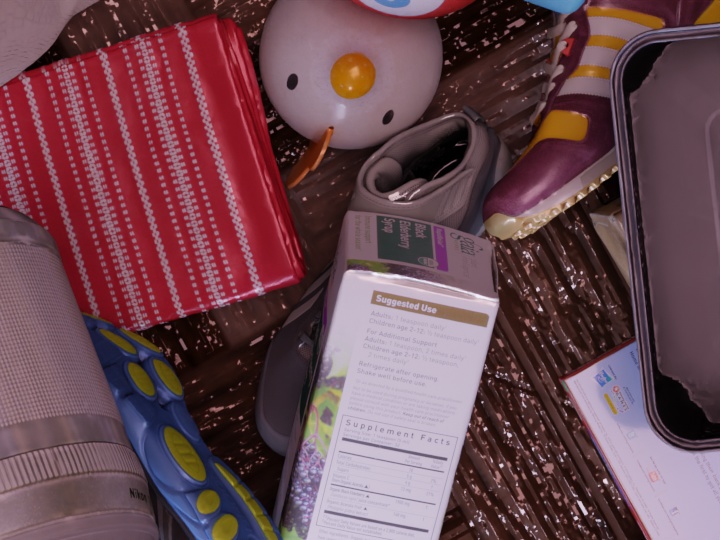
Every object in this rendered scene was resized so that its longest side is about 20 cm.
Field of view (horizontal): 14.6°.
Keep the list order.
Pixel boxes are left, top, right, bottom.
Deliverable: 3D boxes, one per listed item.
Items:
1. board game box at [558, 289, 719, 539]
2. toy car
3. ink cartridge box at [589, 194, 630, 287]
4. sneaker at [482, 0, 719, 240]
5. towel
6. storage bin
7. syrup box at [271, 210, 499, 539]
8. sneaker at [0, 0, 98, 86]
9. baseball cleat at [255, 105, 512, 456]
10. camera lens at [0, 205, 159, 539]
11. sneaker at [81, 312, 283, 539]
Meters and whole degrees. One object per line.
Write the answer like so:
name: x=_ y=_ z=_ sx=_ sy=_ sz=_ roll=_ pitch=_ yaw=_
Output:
board game box: x=0.193 y=0.117 z=1.422 sx=0.103 sy=0.019 sz=0.201 roll=-29 pitch=92 yaw=-1
toy car: x=0.004 y=-0.127 z=1.404 sx=0.183 sy=0.177 sz=0.201 roll=17 pitch=104 yaw=-7
ink cartridge box: x=0.240 y=0.014 z=1.471 sx=0.164 sy=0.075 sz=0.201 roll=-30 pitch=94 yaw=-4
sneaker: x=0.116 y=-0.101 z=1.443 sx=0.090 sy=0.075 sz=0.200 roll=48 pitch=66 yaw=-3
towel: x=-0.137 y=-0.037 z=1.441 sx=0.199 sy=0.022 sz=0.146 roll=-16 pitch=97 yaw=12
storage bin: x=0.198 y=-0.021 z=1.350 sx=0.134 sy=0.094 sz=0.201 roll=-6 pitch=94 yaw=10
syrup box: x=0.008 y=0.080 z=1.387 sx=0.081 sy=0.079 sz=0.201 roll=11 pitch=112 yaw=-5
sneaker: x=-0.184 y=-0.158 z=1.423 sx=0.200 sy=0.075 sz=0.089 roll=-35 pitch=61 yaw=-17
baseball cleat: x=0.000 y=0.000 z=1.435 sx=0.070 sy=0.106 sz=0.201 roll=31 pitch=84 yaw=25
camera lens: x=-0.191 y=0.081 z=1.304 sx=0.159 sy=0.160 sz=0.201 roll=-22 pitch=73 yaw=-3
sneaker: x=-0.114 y=0.099 z=1.385 sx=0.083 sy=0.071 sz=0.200 roll=-46 pitch=63 yaw=24
